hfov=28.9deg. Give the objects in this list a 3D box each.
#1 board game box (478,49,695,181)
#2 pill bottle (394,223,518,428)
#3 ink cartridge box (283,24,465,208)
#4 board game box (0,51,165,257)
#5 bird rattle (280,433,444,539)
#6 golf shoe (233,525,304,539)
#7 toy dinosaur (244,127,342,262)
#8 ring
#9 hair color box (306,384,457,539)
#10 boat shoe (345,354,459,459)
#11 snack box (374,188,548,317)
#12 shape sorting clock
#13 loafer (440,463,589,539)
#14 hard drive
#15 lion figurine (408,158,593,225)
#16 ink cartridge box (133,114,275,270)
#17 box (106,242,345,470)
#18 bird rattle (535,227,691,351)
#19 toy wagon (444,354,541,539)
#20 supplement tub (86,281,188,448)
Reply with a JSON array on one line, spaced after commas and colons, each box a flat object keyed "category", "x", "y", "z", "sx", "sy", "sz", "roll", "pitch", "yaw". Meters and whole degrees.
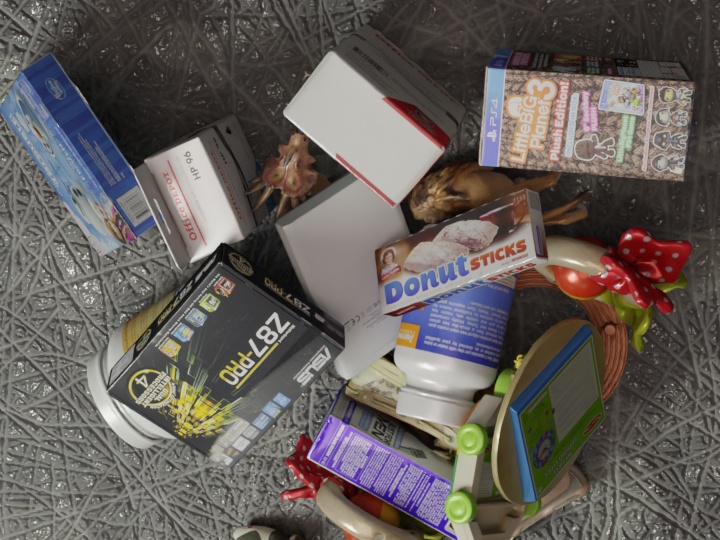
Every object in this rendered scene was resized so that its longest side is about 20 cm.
[{"category": "board game box", "x": 0.224, "y": -0.158, "z": 1.397, "sx": 0.198, "sy": 0.160, "sz": 0.098, "roll": 5, "pitch": 106, "yaw": 8}, {"category": "pill bottle", "x": 0.097, "y": 0.060, "z": 1.469, "sx": 0.111, "sy": 0.112, "sz": 0.202, "roll": 13, "pitch": 86, "yaw": 5}, {"category": "ink cartridge box", "x": 0.020, "y": -0.160, "z": 1.408, "sx": 0.144, "sy": 0.200, "sz": 0.084, "roll": 40, "pitch": 110, "yaw": -3}, {"category": "board game box", "x": -0.298, "y": -0.115, "z": 1.476, "sx": 0.043, "sy": 0.199, "sz": 0.201, "roll": -36, "pitch": 98, "yaw": -19}, {"category": "bird rattle", "x": 0.006, "y": 0.261, "z": 1.549, "sx": 0.200, "sy": 0.163, "sz": 0.113, "roll": 37, "pitch": 89, "yaw": -12}, {"category": "golf shoe", "x": -0.117, "y": 0.394, "z": 1.650, "sx": 0.088, "sy": 0.077, "sz": 0.202, "roll": 17, "pitch": 105, "yaw": 25}, {"category": "toy dinosaur", "x": -0.061, "y": -0.055, "z": 1.480, "sx": 0.085, "sy": 0.136, "sz": 0.201, "roll": -15, "pitch": 102, "yaw": 12}, {"category": "ring", "x": 0.194, "y": 0.082, "z": 1.538, "sx": 0.199, "sy": 0.019, "sz": 0.202, "roll": 2, "pitch": 106, "yaw": 8}, {"category": "hair color box", "x": 0.047, "y": 0.212, "z": 1.547, "sx": 0.199, "sy": 0.109, "sz": 0.065, "roll": 30, "pitch": 105, "yaw": -1}, {"category": "boat shoe", "x": 0.078, "y": 0.163, "z": 1.546, "sx": 0.199, "sy": 0.073, "sz": 0.063, "roll": 34, "pitch": 92, "yaw": 9}, {"category": "snack box", "x": 0.097, "y": -0.015, "z": 1.393, "sx": 0.199, "sy": 0.024, "sz": 0.072, "roll": -22, "pitch": 66, "yaw": 39}, {"category": "shape sorting clock", "x": 0.193, "y": 0.144, "z": 1.434, "sx": 0.039, "sy": 0.199, "sz": 0.202, "roll": 17, "pitch": 110, "yaw": 38}, {"category": "loafer", "x": 0.170, "y": 0.283, "z": 1.571, "sx": 0.200, "sy": 0.072, "sz": 0.063, "roll": -42, "pitch": 102, "yaw": 13}, {"category": "hard drive", "x": 0.000, "y": 0.000, "z": 1.476, "sx": 0.132, "sy": 0.026, "sz": 0.201, "roll": -34, "pitch": 122, "yaw": -20}, {"category": "lion figurine", "x": 0.139, "y": -0.075, "z": 1.435, "sx": 0.122, "sy": 0.200, "sz": 0.073, "roll": -22, "pitch": 108, "yaw": -21}, {"category": "ink cartridge box", "x": -0.158, "y": -0.084, "z": 1.453, "sx": 0.067, "sy": 0.200, "sz": 0.117, "roll": -22, "pitch": 101, "yaw": 14}, {"category": "box", "x": -0.138, "y": 0.090, "z": 1.424, "sx": 0.161, "sy": 0.049, "sz": 0.200, "roll": 36, "pitch": 113, "yaw": -21}, {"category": "bird rattle", "x": 0.246, "y": 0.010, "z": 1.413, "sx": 0.162, "sy": 0.200, "sz": 0.113, "roll": 17, "pitch": 88, "yaw": 20}, {"category": "toy wagon", "x": 0.146, "y": 0.185, "z": 1.450, "sx": 0.039, "sy": 0.155, "sz": 0.202, "roll": 9, "pitch": 89, "yaw": 35}, {"category": "supplement tub", "x": -0.185, "y": 0.095, "z": 1.534, "sx": 0.199, "sy": 0.144, "sz": 0.145, "roll": -31, "pitch": 98, "yaw": 15}]
